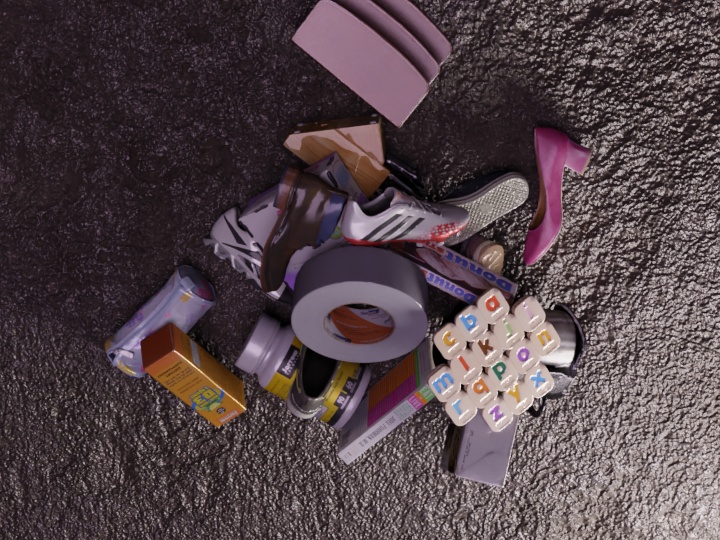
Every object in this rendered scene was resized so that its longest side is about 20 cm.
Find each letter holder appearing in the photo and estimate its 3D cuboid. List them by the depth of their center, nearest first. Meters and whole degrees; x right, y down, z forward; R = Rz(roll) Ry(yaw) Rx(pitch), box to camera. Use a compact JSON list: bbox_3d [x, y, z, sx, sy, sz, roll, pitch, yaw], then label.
[{"bbox_3d":[0.023,-0.328,1.609,0.199,0.101,0.142,38,107,-9],"label":"letter holder"}]

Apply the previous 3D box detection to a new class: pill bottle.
[{"bbox_3d":[-0.092,0.157,1.791,0.199,0.114,0.115,29,110,-7],"label":"pill bottle"}]

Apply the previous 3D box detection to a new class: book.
[{"bbox_3d":[0.048,0.210,1.788,0.200,0.134,0.048,-40,103,17],"label":"book"}]

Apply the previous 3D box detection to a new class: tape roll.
[{"bbox_3d":[0.000,0.052,1.624,0.198,0.067,0.201,3,142,2],"label":"tape roll"}]

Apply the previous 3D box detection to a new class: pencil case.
[{"bbox_3d":[-0.321,0.081,1.796,0.200,0.090,0.083,-43,60,16],"label":"pencil case"}]

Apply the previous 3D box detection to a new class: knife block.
[{"bbox_3d":[-0.005,-0.141,1.699,0.198,0.064,0.177,-6,109,7],"label":"knife block"}]

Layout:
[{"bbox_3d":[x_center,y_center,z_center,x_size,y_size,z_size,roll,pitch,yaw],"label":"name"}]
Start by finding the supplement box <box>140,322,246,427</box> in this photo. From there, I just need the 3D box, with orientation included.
[{"bbox_3d":[-0.264,0.169,1.792,0.066,0.069,0.200,-32,135,12],"label":"supplement box"}]

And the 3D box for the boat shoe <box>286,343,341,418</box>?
[{"bbox_3d":[-0.058,0.126,1.716,0.071,0.203,0.060,22,147,-9],"label":"boat shoe"}]

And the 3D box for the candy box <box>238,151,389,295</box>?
[{"bbox_3d":[-0.056,-0.049,1.680,0.167,0.072,0.201,-25,111,24],"label":"candy box"}]

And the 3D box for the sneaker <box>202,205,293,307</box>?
[{"bbox_3d":[-0.144,-0.021,1.750,0.199,0.074,0.089,38,107,-6],"label":"sneaker"}]

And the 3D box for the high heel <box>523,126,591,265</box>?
[{"bbox_3d":[0.264,-0.111,1.680,0.095,0.067,0.202,21,106,-14],"label":"high heel"}]

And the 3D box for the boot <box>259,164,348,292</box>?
[{"bbox_3d":[-0.083,-0.044,1.603,0.096,0.075,0.202,18,119,5],"label":"boot"}]

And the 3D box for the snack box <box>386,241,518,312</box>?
[{"bbox_3d":[0.133,0.002,1.646,0.199,0.072,0.024,28,128,1],"label":"snack box"}]

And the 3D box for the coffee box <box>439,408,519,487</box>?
[{"bbox_3d":[0.183,0.267,1.748,0.079,0.200,0.114,14,83,-1],"label":"coffee box"}]

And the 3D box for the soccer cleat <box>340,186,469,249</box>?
[{"bbox_3d":[0.067,-0.080,1.600,0.198,0.069,0.086,-8,121,-17],"label":"soccer cleat"}]

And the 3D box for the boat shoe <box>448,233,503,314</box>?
[{"bbox_3d":[0.171,0.028,1.747,0.071,0.065,0.201,-16,135,-28],"label":"boat shoe"}]

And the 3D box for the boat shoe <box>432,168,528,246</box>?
[{"bbox_3d":[0.157,-0.095,1.692,0.199,0.062,0.075,-27,118,3],"label":"boat shoe"}]

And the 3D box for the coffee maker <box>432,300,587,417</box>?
[{"bbox_3d":[0.220,0.142,1.713,0.198,0.135,0.194,4,103,-25],"label":"coffee maker"}]

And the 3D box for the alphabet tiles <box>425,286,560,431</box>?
[{"bbox_3d":[0.192,0.129,1.617,0.199,0.015,0.196,-38,115,-5],"label":"alphabet tiles"}]

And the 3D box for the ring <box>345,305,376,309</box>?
[{"bbox_3d":[0.000,0.000,1.762,0.198,0.019,0.202,6,117,12],"label":"ring"}]
